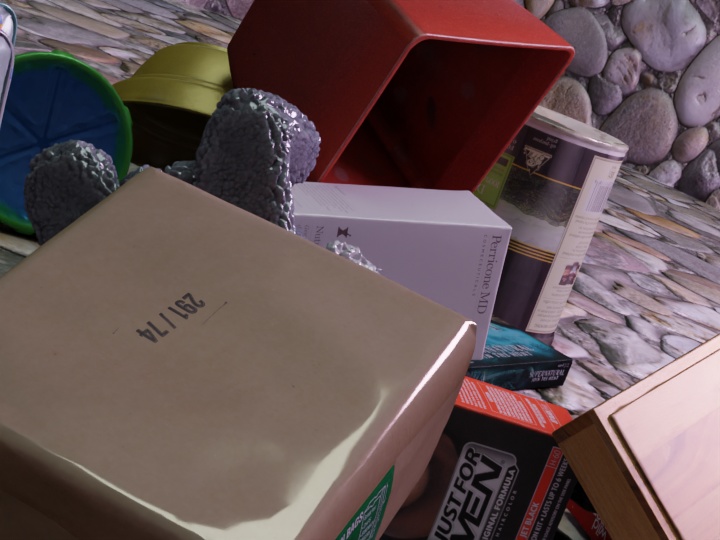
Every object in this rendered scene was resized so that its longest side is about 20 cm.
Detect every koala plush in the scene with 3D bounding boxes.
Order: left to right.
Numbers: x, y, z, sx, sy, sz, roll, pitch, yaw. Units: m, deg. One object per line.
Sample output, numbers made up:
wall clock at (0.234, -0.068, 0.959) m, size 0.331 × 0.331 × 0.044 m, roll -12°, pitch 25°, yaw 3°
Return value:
koala plush at (-0.083, 0.007, 0.939) m, size 0.175 × 0.186 × 0.200 m, roll -13°, pitch -7°, yaw 13°

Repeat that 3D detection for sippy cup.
sippy cup at (-0.256, -0.104, 1.193) m, size 0.138 × 0.180 × 0.130 m, roll -14°, pitch 12°, yaw -17°

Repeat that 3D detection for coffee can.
coffee can at (0.147, -0.048, 1.419) m, size 0.145 × 0.202 × 0.146 m, roll 19°, pitch 12°, yaw -4°

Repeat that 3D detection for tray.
tray at (0.195, 0.094, 0.835) m, size 0.199 × 0.037 × 0.099 m, roll -21°, pitch 78°, yaw -46°

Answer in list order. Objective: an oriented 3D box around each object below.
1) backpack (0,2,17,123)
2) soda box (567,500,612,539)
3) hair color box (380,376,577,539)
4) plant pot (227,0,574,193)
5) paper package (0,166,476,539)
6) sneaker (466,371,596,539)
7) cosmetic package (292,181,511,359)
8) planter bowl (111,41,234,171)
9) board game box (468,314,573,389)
backpack at (-0.330, -0.111, 0.980) m, size 0.198 × 0.178 × 0.153 m, roll 7°, pitch 14°, yaw -33°
soda box at (0.194, 0.163, 0.914) m, size 0.063 × 0.071 × 0.200 m, roll 15°, pitch 15°, yaw -18°
hair color box at (0.012, 0.100, 0.816) m, size 0.198 × 0.102 × 0.061 m, roll 17°, pitch 13°, yaw -11°
plant pot at (0.010, -0.162, 1.204) m, size 0.199 × 0.201 × 0.177 m, roll -4°, pitch 49°, yaw -47°
paper package at (-0.075, 0.067, 0.653) m, size 0.189 × 0.104 × 0.200 m, roll 24°, pitch 36°, yaw 16°
sneaker at (0.071, 0.092, 0.907) m, size 0.104 × 0.060 × 0.200 m, roll 14°, pitch -33°, yaw 56°
cosmetic package at (0.000, 0.000, 1.110) m, size 0.198 × 0.114 × 0.081 m, roll 1°, pitch 22°, yaw -22°
planter bowl at (-0.132, -0.139, 1.299) m, size 0.198 × 0.084 × 0.201 m, roll 13°, pitch -15°, yaw 4°
board game box at (0.073, 0.058, 1.255) m, size 0.135 × 0.028 × 0.199 m, roll 30°, pitch 15°, yaw 31°
